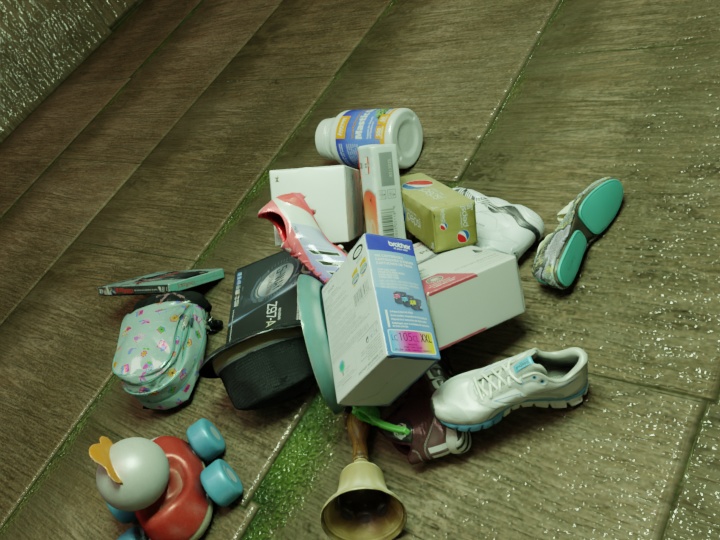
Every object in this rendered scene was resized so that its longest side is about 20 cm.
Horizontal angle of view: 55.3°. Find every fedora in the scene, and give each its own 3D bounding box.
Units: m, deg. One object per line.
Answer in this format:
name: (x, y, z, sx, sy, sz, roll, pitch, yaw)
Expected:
fedora: (-0.137, 0.151, 1.028, 0.200, 0.201, 0.092, -26, 71, 10)

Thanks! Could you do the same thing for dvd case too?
dvd case: (-0.386, 0.023, 1.331, 0.199, 0.022, 0.146, -4, 10, 33)

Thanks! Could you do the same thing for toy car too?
toy car: (-0.302, 0.279, 0.954, 0.184, 0.200, 0.177, -37, 40, -3)

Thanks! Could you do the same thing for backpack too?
backpack: (-0.342, 0.136, 1.177, 0.166, 0.127, 0.201, -16, 46, 16)

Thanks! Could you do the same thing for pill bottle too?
pill bottle: (0.011, -0.255, 1.327, 0.199, 0.112, 0.112, 8, 56, 38)

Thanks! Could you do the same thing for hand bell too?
hand bell: (-0.001, 0.243, 0.894, 0.104, 0.104, 0.200, -25, 28, 11)

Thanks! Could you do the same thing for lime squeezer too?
lime squeezer: (0.021, 0.176, 0.910, 0.070, 0.038, 0.200, -25, 23, 4)

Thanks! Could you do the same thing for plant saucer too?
plant saucer: (-0.045, 0.099, 0.959, 0.027, 0.201, 0.201, -16, 43, 5)

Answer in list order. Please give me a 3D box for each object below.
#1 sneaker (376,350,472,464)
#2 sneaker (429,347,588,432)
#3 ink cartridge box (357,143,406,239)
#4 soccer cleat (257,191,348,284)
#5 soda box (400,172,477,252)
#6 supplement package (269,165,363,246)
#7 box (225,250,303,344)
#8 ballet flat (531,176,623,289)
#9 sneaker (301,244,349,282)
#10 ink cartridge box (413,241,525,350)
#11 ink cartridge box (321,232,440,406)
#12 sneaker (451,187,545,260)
sneaker: (0.068, 0.166, 0.914, 0.115, 0.076, 0.201, -28, 40, 14)
sneaker: (0.178, 0.129, 0.817, 0.199, 0.087, 0.075, -15, 52, -5)
ink cartridge box: (0.014, -0.118, 1.108, 0.050, 0.163, 0.200, -9, 9, -18)
soccer cleat: (-0.069, -0.025, 0.990, 0.076, 0.067, 0.200, -29, 76, -27)
soda box: (0.101, -0.091, 1.028, 0.067, 0.064, 0.200, -13, 22, -13)
supplement package: (-0.067, -0.108, 1.138, 0.121, 0.121, 0.200, -3, 6, 7)
box: (-0.148, 0.055, 1.187, 0.160, 0.044, 0.201, -20, 42, 17)
ballet flat: (0.301, -0.059, 0.979, 0.072, 0.072, 0.201, 16, 60, 42)
sneaker: (0.000, 0.001, 1.087, 0.199, 0.114, 0.073, -14, 43, 21)
ink cartridge box: (0.103, 0.024, 0.946, 0.146, 0.083, 0.200, -22, 19, -22)
ink cartridge box: (0.016, 0.049, 0.855, 0.137, 0.076, 0.201, -51, 42, 45)
sneaker: (0.171, -0.057, 1.054, 0.199, 0.075, 0.115, 21, 62, 41)
